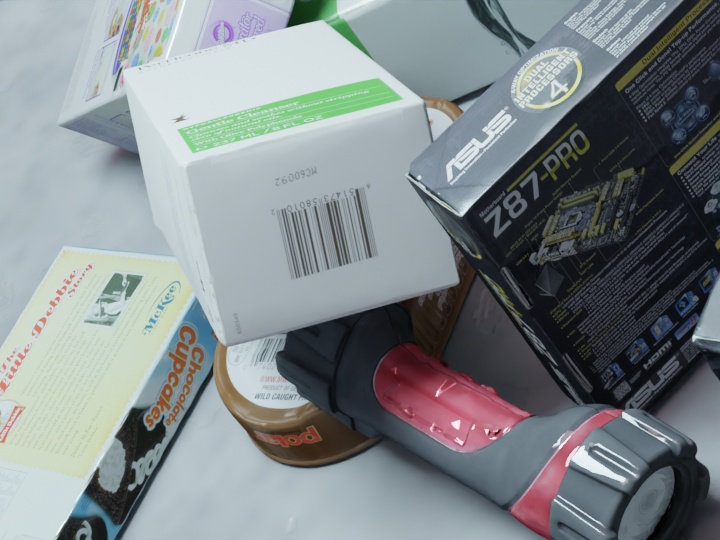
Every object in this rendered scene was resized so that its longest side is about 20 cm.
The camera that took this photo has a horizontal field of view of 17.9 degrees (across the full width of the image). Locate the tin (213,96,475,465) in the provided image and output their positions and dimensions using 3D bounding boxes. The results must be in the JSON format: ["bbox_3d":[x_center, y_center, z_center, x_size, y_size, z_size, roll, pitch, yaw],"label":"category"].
[{"bbox_3d":[0.000,0.000,1.094,0.111,0.042,0.201,1,54,34],"label":"tin"}]

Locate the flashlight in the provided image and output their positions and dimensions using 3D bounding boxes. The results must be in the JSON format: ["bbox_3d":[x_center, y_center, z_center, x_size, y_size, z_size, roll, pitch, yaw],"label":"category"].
[{"bbox_3d":[0.049,0.058,0.948,0.200,0.068,0.068,31,77,37],"label":"flashlight"}]

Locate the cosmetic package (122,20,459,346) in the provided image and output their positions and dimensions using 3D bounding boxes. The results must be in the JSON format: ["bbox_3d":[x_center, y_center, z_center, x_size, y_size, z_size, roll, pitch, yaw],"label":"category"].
[{"bbox_3d":[-0.036,-0.043,0.999,0.107,0.085,0.200,-16,19,-10],"label":"cosmetic package"}]

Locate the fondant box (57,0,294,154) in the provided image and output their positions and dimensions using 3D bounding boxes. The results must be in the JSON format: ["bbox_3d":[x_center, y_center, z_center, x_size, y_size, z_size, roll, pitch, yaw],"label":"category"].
[{"bbox_3d":[-0.088,-0.145,1.189,0.200,0.058,0.145,-10,62,69],"label":"fondant box"}]

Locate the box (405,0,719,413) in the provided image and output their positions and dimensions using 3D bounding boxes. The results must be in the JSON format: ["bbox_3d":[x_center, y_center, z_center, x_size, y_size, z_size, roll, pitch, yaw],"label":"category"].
[{"bbox_3d":[0.134,-0.050,0.935,0.200,0.161,0.049,-45,44,-5],"label":"box"}]

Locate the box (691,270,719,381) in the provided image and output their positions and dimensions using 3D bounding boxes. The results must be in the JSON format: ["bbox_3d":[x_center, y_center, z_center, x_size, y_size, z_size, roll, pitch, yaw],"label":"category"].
[{"bbox_3d":[0.232,-0.021,0.845,0.132,0.115,0.201,14,71,34],"label":"box"}]

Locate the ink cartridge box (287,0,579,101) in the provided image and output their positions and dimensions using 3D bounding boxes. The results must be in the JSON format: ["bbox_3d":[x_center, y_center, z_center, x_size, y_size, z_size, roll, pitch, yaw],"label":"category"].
[{"bbox_3d":[0.056,-0.171,1.172,0.199,0.083,0.147,-22,42,22],"label":"ink cartridge box"}]

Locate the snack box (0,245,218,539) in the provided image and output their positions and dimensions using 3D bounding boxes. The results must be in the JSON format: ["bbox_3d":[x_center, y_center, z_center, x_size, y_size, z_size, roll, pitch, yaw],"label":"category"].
[{"bbox_3d":[-0.148,0.079,1.133,0.116,0.037,0.201,6,57,41],"label":"snack box"}]
